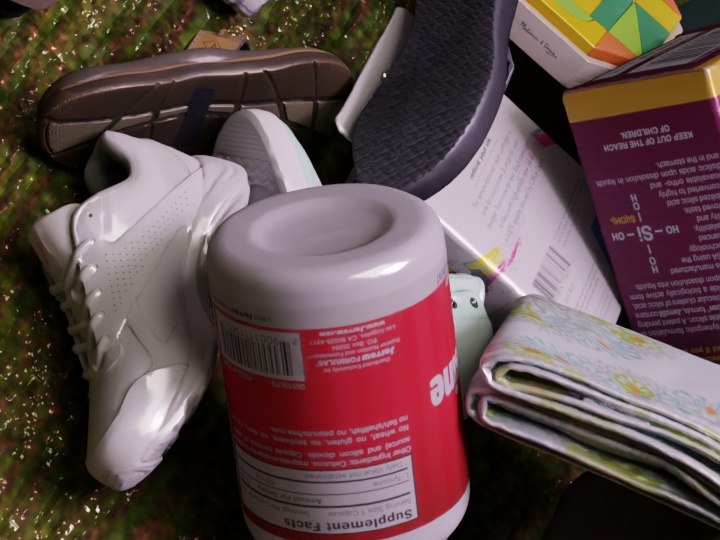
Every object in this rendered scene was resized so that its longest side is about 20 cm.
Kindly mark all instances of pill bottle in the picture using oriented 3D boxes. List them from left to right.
[{"bbox_3d":[-0.007,0.069,1.208,0.112,0.112,0.200,-36,127,-47],"label":"pill bottle"}]

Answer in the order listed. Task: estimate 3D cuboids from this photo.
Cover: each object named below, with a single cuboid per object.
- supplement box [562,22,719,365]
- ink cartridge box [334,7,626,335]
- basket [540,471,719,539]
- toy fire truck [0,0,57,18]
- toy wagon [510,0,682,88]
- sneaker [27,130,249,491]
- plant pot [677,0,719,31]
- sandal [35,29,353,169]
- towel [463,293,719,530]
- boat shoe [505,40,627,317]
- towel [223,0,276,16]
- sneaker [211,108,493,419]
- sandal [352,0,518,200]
[{"bbox_3d":[0.211,-0.030,1.409,0.131,0.103,0.200,-27,104,-45],"label":"supplement box"},{"bbox_3d":[0.057,-0.036,1.409,0.200,0.068,0.115,42,45,-15],"label":"ink cartridge box"},{"bbox_3d":[0.110,0.227,1.256,0.200,0.136,0.181,-51,145,-37],"label":"basket"},{"bbox_3d":[-0.225,-0.227,1.252,0.200,0.129,0.176,17,55,-46],"label":"toy fire truck"},{"bbox_3d":[0.130,-0.171,1.508,0.155,0.040,0.200,42,33,-1],"label":"toy wagon"},{"bbox_3d":[-0.120,0.016,1.231,0.099,0.078,0.200,23,46,-17],"label":"sneaker"},{"bbox_3d":[0.295,-0.117,1.571,0.141,0.200,0.142,25,51,-29],"label":"plant pot"},{"bbox_3d":[-0.087,-0.092,1.325,0.200,0.082,0.055,-7,49,-36],"label":"sandal"},{"bbox_3d":[0.143,0.068,1.259,0.171,0.048,0.200,25,12,6],"label":"towel"},{"bbox_3d":[0.150,-0.065,1.506,0.066,0.072,0.201,-15,72,-40],"label":"boat shoe"},{"bbox_3d":[-0.042,-0.254,1.366,0.166,0.200,0.086,41,24,-20],"label":"towel"},{"bbox_3d":[0.000,0.000,1.331,0.118,0.074,0.201,-24,93,-40],"label":"sneaker"},{"bbox_3d":[0.052,-0.102,1.348,0.043,0.076,0.200,58,37,-35],"label":"sandal"}]
